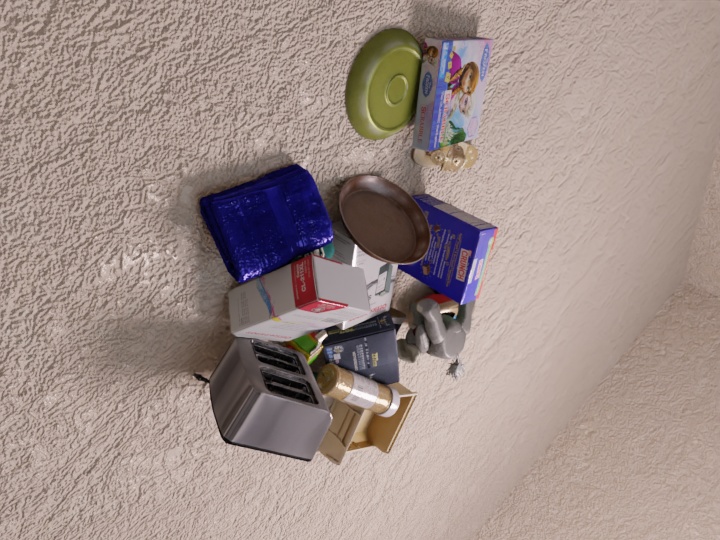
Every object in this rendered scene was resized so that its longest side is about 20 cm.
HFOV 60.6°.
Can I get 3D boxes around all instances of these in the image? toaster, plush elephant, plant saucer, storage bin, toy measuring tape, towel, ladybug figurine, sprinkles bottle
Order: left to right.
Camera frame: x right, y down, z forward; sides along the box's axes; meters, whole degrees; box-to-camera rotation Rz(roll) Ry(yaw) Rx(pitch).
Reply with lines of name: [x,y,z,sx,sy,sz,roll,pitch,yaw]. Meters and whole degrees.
toaster: [-0.163,0.216,1.060,0.200,0.181,0.119,23,106,-30]
towel: [-0.141,-0.081,0.985,0.200,0.050,0.148,-28,94,-35]
toy measuring tape: [-0.109,0.136,1.190,0.074,0.074,0.200,-38,170,-24]
sprinkles bottle: [-0.002,0.257,1.316,0.200,0.068,0.068,30,92,-39]
storage bin: [0.015,0.367,1.510,0.200,0.094,0.199,8,109,-51]
plant saucer: [0.041,-0.091,1.157,0.200,0.201,0.034,-19,162,-40]
plant saucer: [0.057,-0.328,1.110,0.200,0.031,0.200,-29,135,-33]
plush elephant: [0.158,0.133,1.368,0.164,0.155,0.201,-19,108,-36]
ladybug figurine: [0.197,0.100,1.522,0.200,0.072,0.136,-5,150,-37]

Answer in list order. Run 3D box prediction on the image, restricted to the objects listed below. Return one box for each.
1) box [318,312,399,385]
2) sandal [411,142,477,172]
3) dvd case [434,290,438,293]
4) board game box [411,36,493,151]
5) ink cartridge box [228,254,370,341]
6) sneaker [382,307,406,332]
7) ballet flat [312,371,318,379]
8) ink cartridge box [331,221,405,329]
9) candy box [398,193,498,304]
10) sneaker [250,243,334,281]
box: [0.001,0.187,1.332,0.157,0.051,0.200,-13,137,-6]
sandal: [0.202,-0.243,1.304,0.211,0.070,0.078,-5,119,-47]
dvd case: [0.210,-0.039,1.499,0.150,0.025,0.200,-50,142,-11]
board game box: [0.180,-0.346,1.195,0.199,0.041,0.201,-27,130,-47]
ink cartridge box: [-0.108,0.053,1.060,0.146,0.200,0.083,16,59,-53]
sneaker: [0.024,0.137,1.374,0.200,0.070,0.109,9,107,-54]
ballet flat: [-0.137,0.230,1.274,0.072,0.068,0.200,-39,148,7]
ink cartridge box: [0.000,0.000,1.235,0.146,0.084,0.200,-19,129,-41]
candy box: [0.174,-0.049,1.303,0.077,0.200,0.170,-15,126,-43]
sneaker: [-0.113,-0.027,1.073,0.200,0.080,0.072,-16,86,-41]
